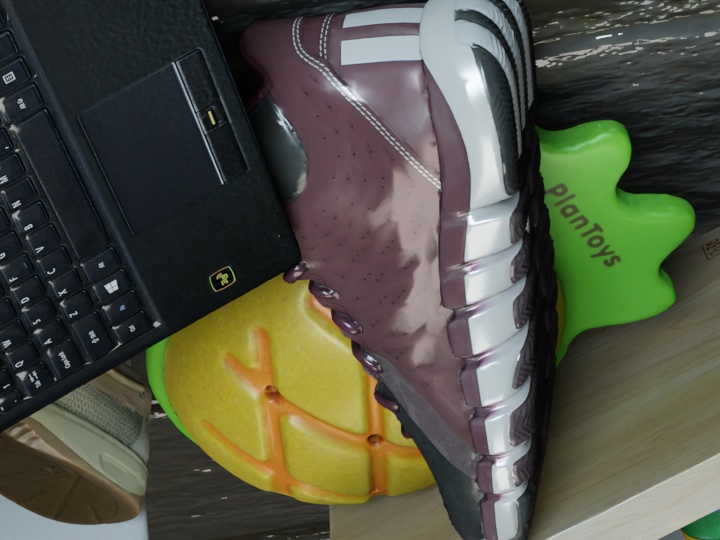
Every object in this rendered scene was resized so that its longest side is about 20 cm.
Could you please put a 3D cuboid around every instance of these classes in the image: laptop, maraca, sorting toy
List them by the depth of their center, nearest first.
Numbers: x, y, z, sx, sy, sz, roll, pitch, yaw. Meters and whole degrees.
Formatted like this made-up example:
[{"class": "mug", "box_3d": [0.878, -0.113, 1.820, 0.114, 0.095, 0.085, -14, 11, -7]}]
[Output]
[{"class": "laptop", "box_3d": [-0.101, 0.021, 0.657, 0.199, 0.103, 0.178, -29, 142, -8]}, {"class": "maraca", "box_3d": [0.019, 0.012, 0.896, 0.199, 0.107, 0.137, -29, 134, 20]}, {"class": "sorting toy", "box_3d": [0.091, 0.076, 0.939, 0.199, 0.070, 0.199, -27, -164, 7]}]

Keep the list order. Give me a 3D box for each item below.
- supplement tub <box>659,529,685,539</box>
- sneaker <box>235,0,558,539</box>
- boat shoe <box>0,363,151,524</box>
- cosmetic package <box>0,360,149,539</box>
[{"class": "supplement tub", "box_3d": [0.219, 0.090, 1.204, 0.198, 0.133, 0.132, -1, 163, -20]}, {"class": "sneaker", "box_3d": [0.000, 0.000, 0.807, 0.115, 0.076, 0.201, 2, 123, 12]}, {"class": "boat shoe", "box_3d": [-0.142, 0.027, 0.951, 0.072, 0.065, 0.200, -7, 148, 32]}, {"class": "cosmetic package", "box_3d": [-0.171, 0.143, 1.086, 0.166, 0.202, 0.166, -5, 165, -8]}]
